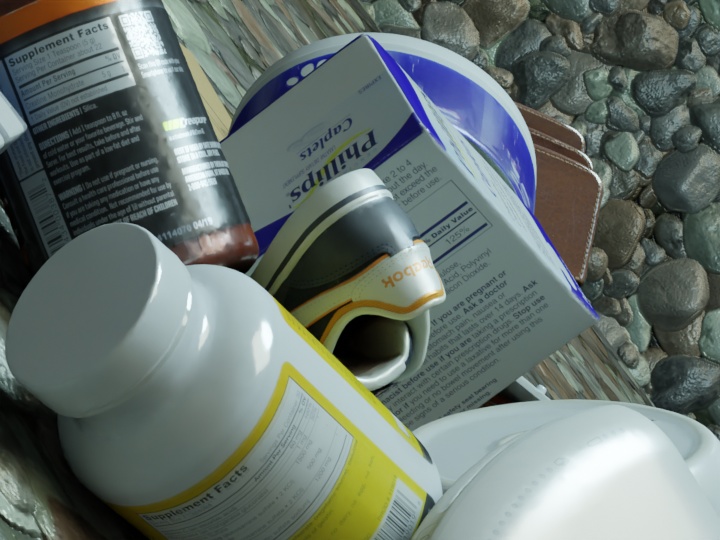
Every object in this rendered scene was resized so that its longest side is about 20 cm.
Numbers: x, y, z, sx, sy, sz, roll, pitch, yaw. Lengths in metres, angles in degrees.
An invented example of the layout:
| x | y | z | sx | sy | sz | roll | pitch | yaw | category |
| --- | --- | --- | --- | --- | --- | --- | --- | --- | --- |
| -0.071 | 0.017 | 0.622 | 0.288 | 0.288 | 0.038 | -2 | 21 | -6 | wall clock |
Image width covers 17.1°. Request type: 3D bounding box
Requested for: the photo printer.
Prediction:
| x | y | z | sx | sy | sz | roll | pitch | yaw | category |
| --- | --- | --- | --- | --- | --- | --- | --- | --- | --- |
| 0.109 | 0.166 | 1.045 | 0.166 | 0.069 | 0.201 | -32 | 92 | -42 | photo printer |

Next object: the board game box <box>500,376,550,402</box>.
| x | y | z | sx | sy | sz | roll | pitch | yaw | category |
| --- | --- | --- | --- | --- | --- | --- | --- | --- | --- |
| 0.099 | 0.069 | 1.690 | 0.200 | 0.026 | 0.200 | 39 | -7 | -28 | board game box |

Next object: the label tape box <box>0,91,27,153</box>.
| x | y | z | sx | sy | sz | roll | pitch | yaw | category |
| --- | --- | --- | --- | --- | --- | --- | --- | --- | --- |
| -0.217 | -0.083 | 0.956 | 0.144 | 0.063 | 0.200 | 51 | 9 | -5 | label tape box |

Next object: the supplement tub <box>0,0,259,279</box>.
| x | y | z | sx | sy | sz | roll | pitch | yaw | category |
| --- | --- | --- | --- | --- | --- | --- | --- | --- | --- |
| -0.128 | -0.076 | 1.116 | 0.107 | 0.106 | 0.201 | 1 | 66 | -79 | supplement tub |

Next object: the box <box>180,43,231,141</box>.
| x | y | z | sx | sy | sz | roll | pitch | yaw | category |
| --- | --- | --- | --- | --- | --- | --- | --- | --- | --- |
| -0.119 | -0.105 | 1.669 | 0.201 | 0.021 | 0.163 | 59 | 11 | 28 | box |

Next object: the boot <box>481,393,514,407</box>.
| x | y | z | sx | sy | sz | roll | pitch | yaw | category |
| --- | --- | --- | --- | --- | --- | --- | --- | --- | --- |
| 0.059 | 0.089 | 1.683 | 0.107 | 0.075 | 0.200 | 53 | 9 | 33 | boot |

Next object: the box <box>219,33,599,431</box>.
| x | y | z | sx | sy | sz | roll | pitch | yaw | category |
| --- | --- | --- | --- | --- | --- | --- | --- | --- | --- |
| 0.000 | 0.000 | 1.353 | 0.200 | 0.184 | 0.105 | 45 | 13 | -42 | box |

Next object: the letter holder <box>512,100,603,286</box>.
| x | y | z | sx | sy | sz | roll | pitch | yaw | category |
| --- | --- | --- | --- | --- | --- | --- | --- | --- | --- |
| 0.059 | -0.072 | 1.617 | 0.199 | 0.143 | 0.101 | 15 | -14 | -7 | letter holder |

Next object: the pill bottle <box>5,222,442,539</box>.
| x | y | z | sx | sy | sz | roll | pitch | yaw | category |
| --- | --- | --- | --- | --- | --- | --- | --- | --- | --- |
| -0.059 | 0.069 | 1.025 | 0.200 | 0.112 | 0.112 | 46 | 11 | -38 | pill bottle |

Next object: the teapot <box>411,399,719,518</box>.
| x | y | z | sx | sy | sz | roll | pitch | yaw | category |
| --- | --- | --- | --- | --- | --- | --- | --- | --- | --- |
| 0.098 | 0.156 | 1.215 | 0.200 | 0.196 | 0.147 | -75 | 162 | -76 | teapot |

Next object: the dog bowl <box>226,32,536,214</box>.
| x | y | z | sx | sy | sz | roll | pitch | yaw | category |
| --- | --- | --- | --- | --- | --- | --- | --- | --- | --- |
| 0.010 | -0.043 | 1.486 | 0.200 | 0.199 | 0.079 | 48 | 28 | -26 | dog bowl |

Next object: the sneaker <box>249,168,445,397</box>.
| x | y | z | sx | sy | sz | roll | pitch | yaw | category |
| --- | --- | --- | --- | --- | --- | --- | --- | --- | --- |
| -0.025 | 0.041 | 1.144 | 0.078 | 0.200 | 0.080 | -26 | 71 | -36 | sneaker |
